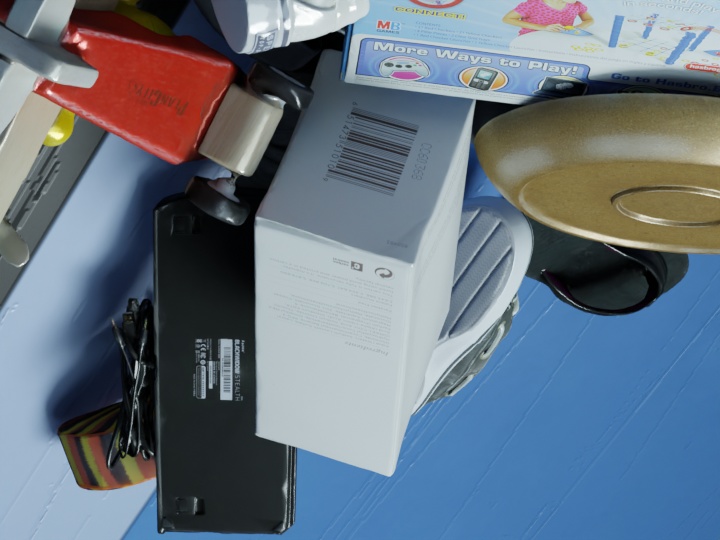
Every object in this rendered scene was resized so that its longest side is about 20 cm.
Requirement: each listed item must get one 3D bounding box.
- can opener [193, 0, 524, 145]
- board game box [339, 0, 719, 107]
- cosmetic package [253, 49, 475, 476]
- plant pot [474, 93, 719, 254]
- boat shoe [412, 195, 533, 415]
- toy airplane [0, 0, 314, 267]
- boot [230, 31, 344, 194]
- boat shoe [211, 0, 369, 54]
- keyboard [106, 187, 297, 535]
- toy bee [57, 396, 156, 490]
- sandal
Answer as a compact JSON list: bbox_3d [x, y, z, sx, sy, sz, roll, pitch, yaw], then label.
[{"bbox_3d":[0.005,-0.107,1.199,0.200,0.053,0.067,34,125,-27],"label":"can opener"},{"bbox_3d":[0.098,-0.138,1.044,0.200,0.056,0.196,7,155,-2],"label":"board game box"},{"bbox_3d":[0.000,0.000,1.204,0.200,0.081,0.113,97,12,-55],"label":"cosmetic package"},{"bbox_3d":[0.153,-0.040,1.168,0.200,0.028,0.200,5,166,1],"label":"plant pot"},{"bbox_3d":[0.059,0.017,1.486,0.071,0.072,0.200,-19,157,-37],"label":"boat shoe"},{"bbox_3d":[-0.130,-0.098,1.070,0.200,0.141,0.199,-34,141,-28],"label":"toy airplane"},{"bbox_3d":[0.027,-0.100,1.301,0.200,0.068,0.131,-14,149,-18],"label":"boot"},{"bbox_3d":[-0.040,-0.190,0.993,0.070,0.200,0.071,-13,177,-18],"label":"boat shoe"},{"bbox_3d":[-0.084,0.046,1.329,0.104,0.040,0.200,2,110,1],"label":"keyboard"},{"bbox_3d":[-0.073,0.071,1.387,0.200,0.109,0.131,-42,105,-3],"label":"toy bee"},{"bbox_3d":[0.149,0.000,1.552,0.075,0.048,0.200,-47,146,20],"label":"sandal"}]
